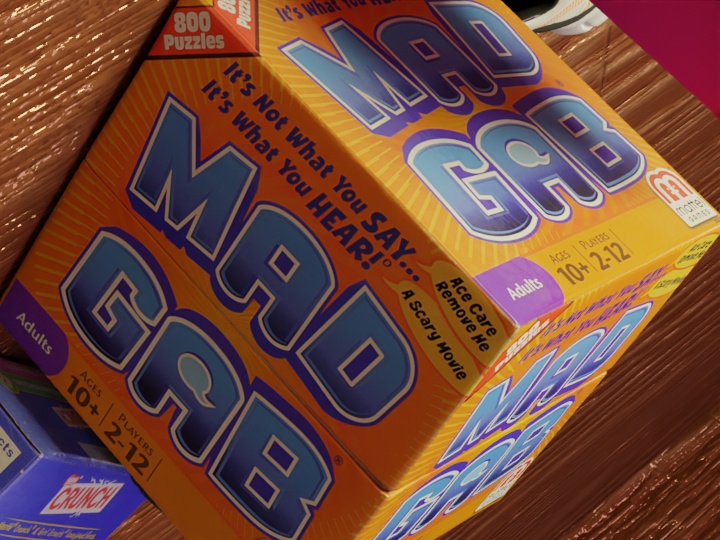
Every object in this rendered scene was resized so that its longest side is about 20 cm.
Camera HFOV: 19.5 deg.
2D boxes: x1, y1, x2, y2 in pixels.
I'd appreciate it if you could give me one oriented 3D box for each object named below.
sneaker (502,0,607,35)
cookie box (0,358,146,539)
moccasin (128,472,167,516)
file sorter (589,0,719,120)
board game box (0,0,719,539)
[{"bbox_3d":[0.126,-0.185,1.025,0.080,0.074,0.201,-22,154,-48],"label":"sneaker"},{"bbox_3d":[-0.210,0.138,1.013,0.200,0.075,0.171,-44,163,3],"label":"cookie box"},{"bbox_3d":[-0.064,0.058,1.068,0.078,0.074,0.202,-42,-173,29],"label":"moccasin"},{"bbox_3d":[0.139,-0.172,0.856,0.125,0.200,0.139,-45,165,-5],"label":"file sorter"},{"bbox_3d":[0.000,0.000,0.947,0.199,0.200,0.200,-22,153,-54],"label":"board game box"}]
